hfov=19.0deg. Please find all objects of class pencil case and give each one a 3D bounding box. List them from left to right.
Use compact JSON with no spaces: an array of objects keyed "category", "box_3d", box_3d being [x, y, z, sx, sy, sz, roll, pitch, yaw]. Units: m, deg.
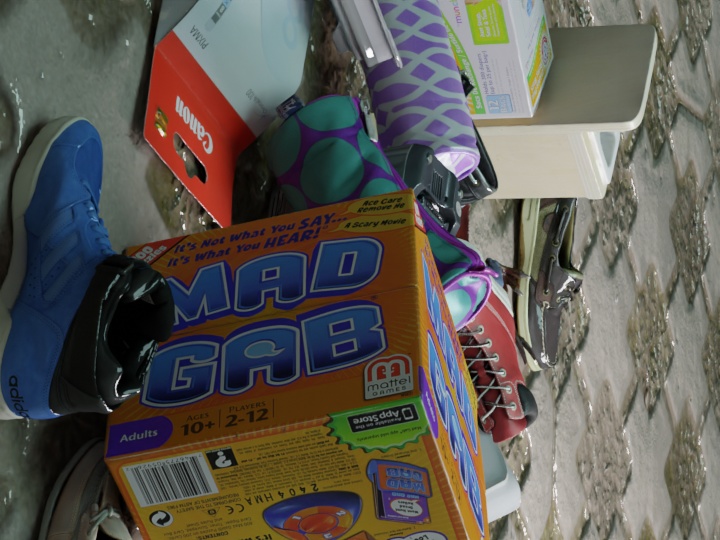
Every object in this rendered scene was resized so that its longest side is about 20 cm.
[{"category":"pencil case","box_3d":[0.012,-0.039,1.548,0.200,0.092,0.085,54,19,26]},{"category":"pencil case","box_3d":[0.036,-0.160,1.757,0.084,0.086,0.201,0,64,-29]}]

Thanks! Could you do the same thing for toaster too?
[{"category":"toaster","box_3d":[0.000,0.000,1.653,0.114,0.129,0.201,39,53,-62]}]

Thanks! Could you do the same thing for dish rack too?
[{"category":"dish rack","box_3d":[-0.033,-0.255,1.618,0.200,0.043,0.172,67,0,-45]}]

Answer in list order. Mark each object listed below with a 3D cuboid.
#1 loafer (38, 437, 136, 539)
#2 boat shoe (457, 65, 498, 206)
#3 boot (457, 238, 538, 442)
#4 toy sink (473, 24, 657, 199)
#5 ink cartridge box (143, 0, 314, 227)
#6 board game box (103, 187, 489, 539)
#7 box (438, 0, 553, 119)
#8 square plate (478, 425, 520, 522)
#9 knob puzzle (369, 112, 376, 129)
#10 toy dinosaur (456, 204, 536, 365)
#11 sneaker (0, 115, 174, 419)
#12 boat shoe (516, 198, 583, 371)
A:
[{"category":"loafer","box_3d":[-0.165,0.185,1.312,0.200,0.063,0.072,-68,149,-44]},{"category":"boat shoe","box_3d":[0.068,-0.151,1.876,0.200,0.071,0.072,68,25,-16]},{"category":"boot","box_3d":[0.091,0.063,1.782,0.200,0.072,0.145,39,32,-56]},{"category":"toy sink","box_3d":[0.187,-0.147,2.043,0.112,0.199,0.131,65,31,-46]},{"category":"ink cartridge box","box_3d":[-0.092,-0.149,1.531,0.160,0.047,0.201,53,39,-58]},{"category":"board game box","box_3d":[-0.035,0.101,1.401,0.200,0.199,0.200,-92,167,-50]},{"category":"box","box_3d":[0.097,-0.243,1.931,0.101,0.112,0.200,-68,150,-48]},{"category":"square plate","box_3d":[0.053,0.126,1.777,0.198,0.028,0.200,57,24,9]},{"category":"knob puzzle","box_3d":[0.024,-0.047,1.845,0.220,0.030,0.220,41,41,-51]},{"category":"toy dinosaur","box_3d":[0.076,0.033,1.976,0.181,0.105,0.200,2,50,-56]},{"category":"sneaker","box_3d":[-0.155,-0.004,1.279,0.077,0.111,0.200,60,36,-52]},{"category":"boat shoe","box_3d":[0.202,0.007,2.260,0.073,0.065,0.201,-15,105,-70]}]
